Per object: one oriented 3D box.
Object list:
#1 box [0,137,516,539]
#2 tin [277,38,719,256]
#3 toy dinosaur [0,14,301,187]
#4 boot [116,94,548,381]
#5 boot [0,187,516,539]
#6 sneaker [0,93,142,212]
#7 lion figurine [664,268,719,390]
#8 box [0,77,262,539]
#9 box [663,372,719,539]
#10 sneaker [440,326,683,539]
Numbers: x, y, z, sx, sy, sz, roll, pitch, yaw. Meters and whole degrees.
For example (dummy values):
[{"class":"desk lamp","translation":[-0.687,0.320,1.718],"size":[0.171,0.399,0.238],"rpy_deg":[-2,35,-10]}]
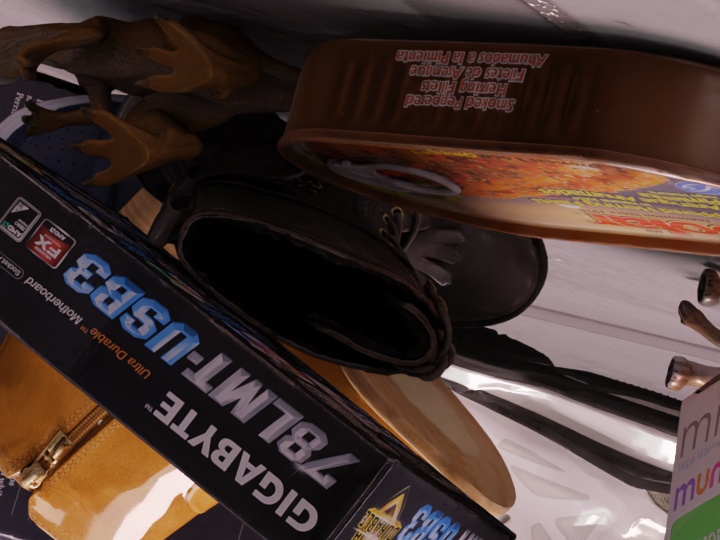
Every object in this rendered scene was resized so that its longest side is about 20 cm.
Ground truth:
[{"class":"box","translation":[-0.052,0.034,0.905],"size":[0.198,0.050,0.200],"rpy_deg":[37,179,18]},{"class":"tin","translation":[0.064,-0.036,0.828],"size":[0.200,0.042,0.112],"rpy_deg":[7,166,43]},{"class":"toy dinosaur","translation":[-0.047,-0.065,0.915],"size":[0.200,0.060,0.106],"rpy_deg":[12,-161,8]},{"class":"boot","translation":[0.000,0.000,0.981],"size":[0.200,0.069,0.174],"rpy_deg":[20,-166,-22]},{"class":"boot","translation":[-0.052,0.072,1.083],"size":[0.201,0.144,0.071],"rpy_deg":[40,-164,7]},{"class":"sneaker","translation":[-0.049,-0.026,1.122],"size":[0.200,0.070,0.108],"rpy_deg":[12,-178,-27]},{"class":"lion figurine","translation":[0.203,0.040,1.134],"size":[0.122,0.073,0.200],"rpy_deg":[9,-171,-6]},{"class":"box","translation":[-0.112,0.033,1.234],"size":[0.182,0.200,0.104],"rpy_deg":[18,173,-11]},{"class":"box","translation":[0.215,0.064,0.795],"size":[0.176,0.097,0.200],"rpy_deg":[19,150,-20]},{"class":"sneaker","translation":[0.053,0.089,1.145],"size":[0.200,0.116,0.076],"rpy_deg":[20,-169,22]}]
